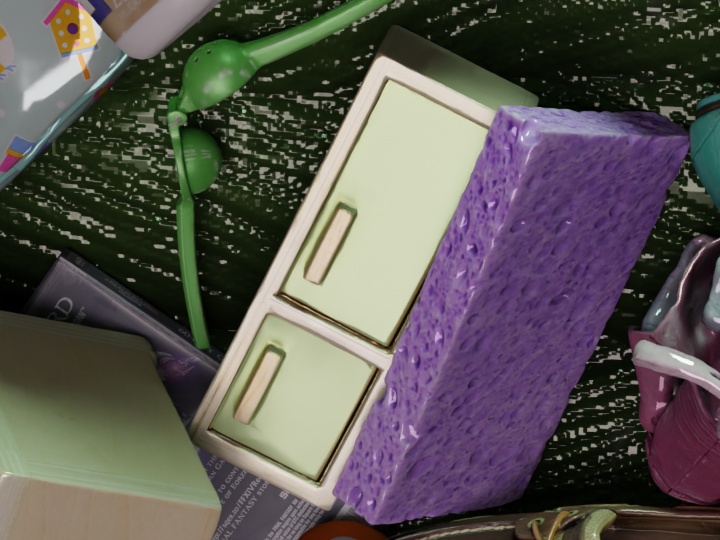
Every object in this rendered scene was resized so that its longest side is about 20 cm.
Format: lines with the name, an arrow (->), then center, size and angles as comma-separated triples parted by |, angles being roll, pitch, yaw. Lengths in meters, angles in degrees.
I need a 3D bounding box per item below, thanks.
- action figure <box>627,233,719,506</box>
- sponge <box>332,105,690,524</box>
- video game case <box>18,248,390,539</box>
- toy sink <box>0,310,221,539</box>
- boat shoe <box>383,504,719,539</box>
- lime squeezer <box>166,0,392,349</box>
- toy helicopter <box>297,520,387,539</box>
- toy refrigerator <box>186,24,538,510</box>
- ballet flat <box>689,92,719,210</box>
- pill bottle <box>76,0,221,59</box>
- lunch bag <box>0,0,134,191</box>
action figure -> 0.171, 0.063, 1.228 | 0.134, 0.149, 0.200 | 34, 145, 5
sponge -> 0.067, 0.019, 1.253 | 0.030, 0.112, 0.200 | 39, 117, 34
video game case -> -0.095, 0.100, 1.358 | 0.200, 0.019, 0.143 | 35, 112, -3
toy sink -> -0.151, 0.098, 1.285 | 0.112, 0.200, 0.130 | 11, 114, -27
boat shoe -> 0.097, 0.129, 1.254 | 0.200, 0.072, 0.072 | 2, 148, -1
lime squeezer -> -0.057, -0.060, 1.285 | 0.071, 0.038, 0.200 | 18, 112, -28
toy helicopter -> 0.064, 0.179, 1.307 | 0.200, 0.132, 0.079 | -4, 123, -9
toy refrigerator -> 0.000, 0.000, 1.266 | 0.076, 0.070, 0.200 | 27, 108, -2
ballet flat -> 0.240, -0.059, 1.209 | 0.200, 0.067, 0.070 | -14, 77, 19
pill bottle -> -0.114, -0.194, 1.159 | 0.116, 0.116, 0.200 | -40, 95, 21
lunch bag -> -0.195, -0.112, 1.262 | 0.160, 0.077, 0.200 | 45, 111, -7
